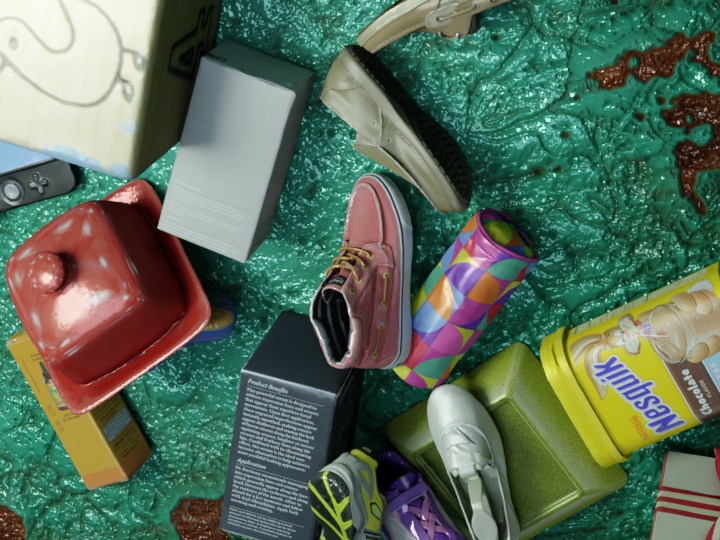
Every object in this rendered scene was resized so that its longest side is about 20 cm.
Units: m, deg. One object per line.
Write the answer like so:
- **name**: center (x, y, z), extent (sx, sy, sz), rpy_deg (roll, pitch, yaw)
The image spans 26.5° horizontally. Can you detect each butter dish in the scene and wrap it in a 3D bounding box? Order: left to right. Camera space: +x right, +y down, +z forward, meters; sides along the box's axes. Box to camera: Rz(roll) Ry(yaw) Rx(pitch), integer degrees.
- **butter dish**: center (-0.289, 0.015, 1.585), extent (0.200, 0.148, 0.200), rpy_deg (-34, 66, 13)

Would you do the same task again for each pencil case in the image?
- **pencil case**: center (0.101, 0.032, 1.567), extent (0.088, 0.088, 0.200), rpy_deg (35, 119, -1)

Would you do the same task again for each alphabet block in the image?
- **alphabet block**: center (-0.257, -0.231, 1.491), extent (0.194, 0.197, 0.201), rpy_deg (16, 116, 7)

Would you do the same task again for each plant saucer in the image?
- **plant saucer**: center (0.151, 0.208, 1.644), extent (0.199, 0.048, 0.200), rpy_deg (-34, 100, 25)

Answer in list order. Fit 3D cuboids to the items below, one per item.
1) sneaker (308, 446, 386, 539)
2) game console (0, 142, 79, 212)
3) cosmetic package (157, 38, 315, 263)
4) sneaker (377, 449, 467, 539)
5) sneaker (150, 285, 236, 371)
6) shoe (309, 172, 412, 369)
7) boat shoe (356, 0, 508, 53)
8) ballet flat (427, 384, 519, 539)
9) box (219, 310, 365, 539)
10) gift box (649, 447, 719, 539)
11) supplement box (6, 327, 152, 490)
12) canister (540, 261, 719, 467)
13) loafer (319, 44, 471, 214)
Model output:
- **sneaker**: center (-0.001, 0.270, 1.589), extent (0.075, 0.076, 0.201), rpy_deg (28, 138, 30)
- **game console**: center (-0.423, -0.142, 1.620), extent (0.175, 0.116, 0.201), rpy_deg (-13, 109, 21)
- **cosmetic package**: center (-0.127, -0.122, 1.563), extent (0.106, 0.090, 0.201), rpy_deg (23, 114, 5)
- **sneaker**: center (0.059, 0.263, 1.618), extent (0.200, 0.080, 0.089), rpy_deg (45, 148, 43)
- **sneaker**: center (-0.220, 0.067, 1.684), extent (0.199, 0.075, 0.089), rpy_deg (2, 121, 25)
- **shoe**: center (0.000, 0.000, 1.537), extent (0.071, 0.091, 0.201), rpy_deg (-6, 87, 42)
- **boat shoe**: center (0.088, -0.250, 1.454), extent (0.199, 0.071, 0.065), rpy_deg (-26, 103, 23)
- **ballet flat**: center (0.121, 0.215, 1.592), extent (0.069, 0.069, 0.201), rpy_deg (-13, 108, 20)
- **box**: center (-0.069, 0.171, 1.634), extent (0.106, 0.149, 0.201), rpy_deg (14, 115, 9)
- **gift box**: center (0.388, 0.292, 1.545), extent (0.199, 0.185, 0.188), rpy_deg (4, 122, 10)
- **supplement box**: center (-0.318, 0.146, 1.737), extent (0.066, 0.069, 0.201), rpy_deg (-17, 109, 31)
- **canister**: center (0.302, 0.093, 1.532), extent (0.199, 0.087, 0.149), rpy_deg (-27, 103, 22)
- **loafer**: center (0.035, -0.132, 1.522), extent (0.067, 0.076, 0.200), rpy_deg (-38, 88, 27)
